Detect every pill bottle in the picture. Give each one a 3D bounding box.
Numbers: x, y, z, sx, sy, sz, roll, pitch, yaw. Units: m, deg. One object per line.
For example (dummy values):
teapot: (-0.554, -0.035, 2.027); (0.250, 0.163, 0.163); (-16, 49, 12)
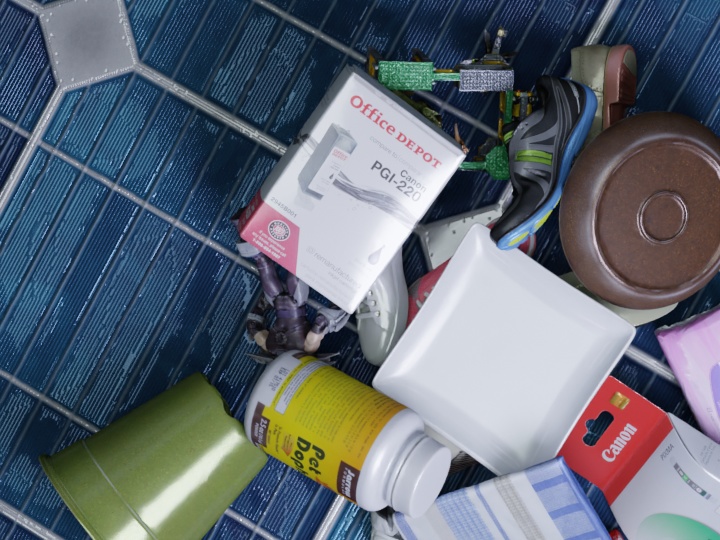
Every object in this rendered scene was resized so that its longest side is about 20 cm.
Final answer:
pill bottle: (-0.011, 0.168, 1.586); (0.199, 0.109, 0.110); (26, 93, 24)

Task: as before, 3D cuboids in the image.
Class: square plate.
square plate: (0.144, 0.088, 1.596); (0.197, 0.028, 0.201); (34, 93, 9)

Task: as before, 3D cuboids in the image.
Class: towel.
towel: (0.146, 0.267, 1.599); (0.198, 0.024, 0.148); (-23, 117, 22)

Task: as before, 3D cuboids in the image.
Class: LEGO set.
LEGO set: (0.079, -0.170, 1.673); (0.197, 0.116, 0.156); (-8, 108, -5)

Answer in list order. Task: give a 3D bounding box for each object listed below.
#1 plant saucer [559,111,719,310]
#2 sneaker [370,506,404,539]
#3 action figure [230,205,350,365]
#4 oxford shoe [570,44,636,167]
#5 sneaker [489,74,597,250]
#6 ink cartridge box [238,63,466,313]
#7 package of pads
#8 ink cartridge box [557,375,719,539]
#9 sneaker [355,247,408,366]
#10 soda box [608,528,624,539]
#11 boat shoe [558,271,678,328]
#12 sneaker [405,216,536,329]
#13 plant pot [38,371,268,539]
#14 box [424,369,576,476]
plant saucer: (0.295, -0.055, 1.570); (0.198, 0.034, 0.203); (-3, 105, -13)
sneaker: (0.105, 0.289, 1.675); (0.197, 0.075, 0.082); (10, 115, 2)
action figure: (-0.075, 0.028, 1.676); (0.129, 0.069, 0.203); (-3, 104, 26)
oxford shoe: (0.241, -0.138, 1.665); (0.073, 0.071, 0.203); (9, 87, 29)
sneaker: (0.171, -0.108, 1.589); (0.082, 0.071, 0.201); (25, 71, -2)
ink cartridge box: (-0.009, -0.082, 1.578); (0.145, 0.085, 0.201); (34, 97, -10)
package of pads: (0.397, 0.126, 1.627); (0.119, 0.076, 0.202); (-26, 86, 9)
ink cartridge box: (0.299, 0.217, 1.607); (0.199, 0.050, 0.162); (32, 138, 5)
sneaker: (0.000, 0.000, 1.671); (0.084, 0.072, 0.203); (5, 79, -35)
soda box: (0.288, 0.375, 1.641); (0.063, 0.070, 0.202); (-28, 86, 7)
boat shoe: (0.235, 0.039, 1.660); (0.199, 0.063, 0.075); (-11, 68, 6)
sneaker: (0.100, 0.014, 1.663); (0.200, 0.087, 0.074); (-45, 83, 5)
plant pot: (-0.203, 0.213, 1.668); (0.189, 0.200, 0.201); (-39, 84, -8)
box: (0.133, 0.152, 1.655); (0.198, 0.082, 0.069); (-25, 68, 8)
